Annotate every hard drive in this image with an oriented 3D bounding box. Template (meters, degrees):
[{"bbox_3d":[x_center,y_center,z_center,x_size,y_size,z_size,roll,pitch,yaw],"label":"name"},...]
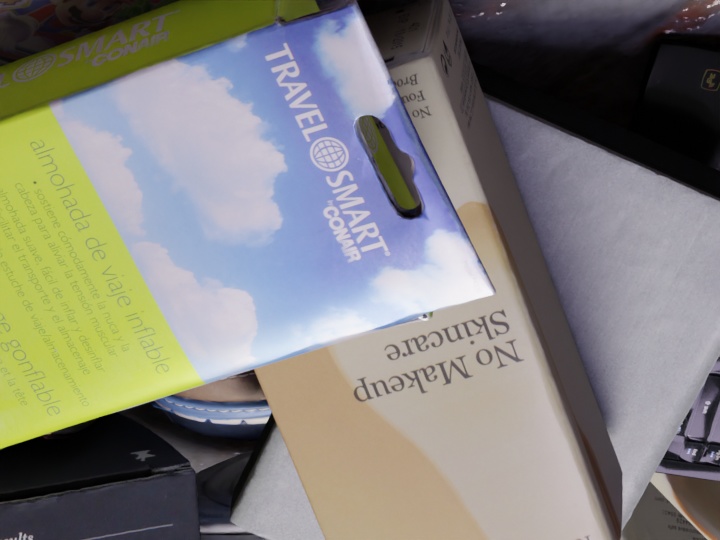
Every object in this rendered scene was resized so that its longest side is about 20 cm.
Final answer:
[{"bbox_3d":[0.053,0.035,1.094,0.139,0.033,0.200,23,113,-8],"label":"hard drive"}]

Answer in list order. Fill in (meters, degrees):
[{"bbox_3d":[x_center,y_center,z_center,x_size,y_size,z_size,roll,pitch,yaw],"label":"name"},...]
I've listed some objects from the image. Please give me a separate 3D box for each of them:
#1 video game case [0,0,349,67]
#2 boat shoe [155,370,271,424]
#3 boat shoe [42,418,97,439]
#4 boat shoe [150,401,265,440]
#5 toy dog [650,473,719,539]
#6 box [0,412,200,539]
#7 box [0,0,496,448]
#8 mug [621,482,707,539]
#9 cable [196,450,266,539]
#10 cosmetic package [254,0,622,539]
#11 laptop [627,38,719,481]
[{"bbox_3d":[-0.072,-0.104,0.924,0.199,0.018,0.143,-22,152,22],"label":"video game case"},{"bbox_3d":[0.000,0.000,1.142,0.199,0.072,0.072,-17,143,7],"label":"boat shoe"},{"bbox_3d":[-0.154,0.021,1.105,0.063,0.074,0.201,-9,163,14],"label":"boat shoe"},{"bbox_3d":[0.013,0.037,1.224,0.199,0.085,0.069,4,164,8],"label":"boat shoe"},{"bbox_3d":[0.198,0.099,1.237,0.193,0.201,0.140,-4,153,-37],"label":"toy dog"},{"bbox_3d":[-0.143,0.172,1.190,0.147,0.201,0.104,-7,-168,-22],"label":"box"},{"bbox_3d":[-0.068,-0.019,0.949,0.199,0.048,0.122,-18,121,17],"label":"box"},{"bbox_3d":[0.119,0.148,1.428,0.199,0.148,0.176,22,146,2],"label":"mug"},{"bbox_3d":[0.002,0.113,1.273,0.199,0.070,0.200,-14,-170,-25],"label":"cable"},{"bbox_3d":[0.015,0.016,1.029,0.105,0.071,0.201,-18,110,13],"label":"cosmetic package"},{"bbox_3d":[0.190,0.026,1.094,0.199,0.103,0.178,9,112,-17],"label":"laptop"}]
